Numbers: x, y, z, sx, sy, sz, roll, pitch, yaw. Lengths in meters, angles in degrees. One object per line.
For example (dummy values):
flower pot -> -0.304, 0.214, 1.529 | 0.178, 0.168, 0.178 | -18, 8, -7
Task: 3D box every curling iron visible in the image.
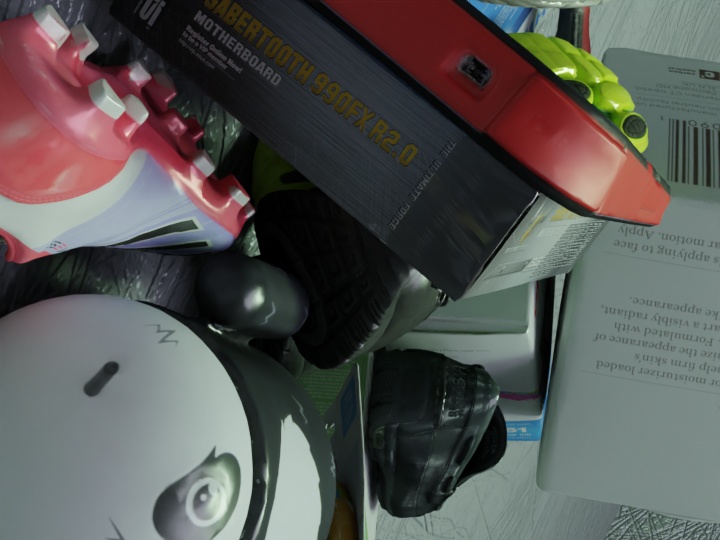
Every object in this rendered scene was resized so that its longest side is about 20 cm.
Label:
curling iron -> 0.116, -0.116, 0.873 | 0.201, 0.025, 0.050 | 84, 30, -48

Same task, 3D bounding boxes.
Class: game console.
game console -> 0.015, -0.084, 0.551 | 0.031, 0.200, 0.177 | -50, 166, 7

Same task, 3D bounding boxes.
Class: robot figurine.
robot figurine -> -0.078, 0.077, 0.602 | 0.200, 0.124, 0.151 | 37, 46, -73

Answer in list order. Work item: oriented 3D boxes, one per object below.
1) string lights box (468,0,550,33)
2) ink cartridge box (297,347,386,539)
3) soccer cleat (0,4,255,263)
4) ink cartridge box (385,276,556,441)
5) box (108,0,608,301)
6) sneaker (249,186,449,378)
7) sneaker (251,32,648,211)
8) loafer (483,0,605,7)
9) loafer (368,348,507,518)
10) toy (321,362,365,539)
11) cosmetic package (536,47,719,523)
string lights box -> 0.051, -0.165, 0.786 | 0.103, 0.059, 0.200 | -58, 161, -24
ink cartridge box -> -0.005, 0.059, 0.946 | 0.146, 0.048, 0.201 | 84, 10, -60
soccer cleat -> -0.093, -0.032, 0.549 | 0.076, 0.067, 0.200 | -35, 169, 4
ink cartridge box -> 0.067, 0.001, 0.944 | 0.200, 0.084, 0.145 | 66, 28, -66
box -> 0.014, -0.060, 0.626 | 0.048, 0.158, 0.200 | -54, 167, 13
sneaker -> 0.000, 0.000, 0.698 | 0.090, 0.076, 0.200 | -17, 177, -17
sneaker -> 0.040, -0.058, 0.782 | 0.199, 0.074, 0.084 | -12, 158, -18
loafer -> 0.091, -0.156, 0.694 | 0.200, 0.070, 0.070 | -44, 139, -58
loafer -> 0.044, 0.094, 0.889 | 0.201, 0.070, 0.069 | 81, 14, -69
toy -> -0.026, 0.153, 0.705 | 0.115, 0.047, 0.201 | 117, -29, -59
cosmetic package -> 0.194, 0.010, 0.907 | 0.165, 0.164, 0.201 | -72, 170, -57
